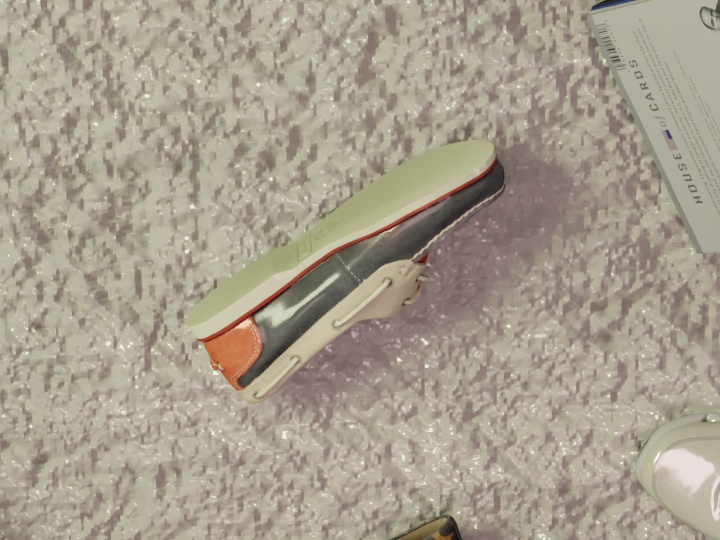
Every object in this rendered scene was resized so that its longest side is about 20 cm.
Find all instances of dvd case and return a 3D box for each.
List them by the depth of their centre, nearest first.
[{"bbox_3d":[0.203,-0.081,1.278,0.025,0.200,0.151,-30,101,-22],"label":"dvd case"}]

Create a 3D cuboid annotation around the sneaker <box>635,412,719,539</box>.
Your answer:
[{"bbox_3d":[0.247,0.141,1.379,0.199,0.081,0.075,24,105,-1],"label":"sneaker"}]

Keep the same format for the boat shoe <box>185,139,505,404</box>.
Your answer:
[{"bbox_3d":[0.000,0.000,1.365,0.199,0.071,0.063,-33,105,12],"label":"boat shoe"}]

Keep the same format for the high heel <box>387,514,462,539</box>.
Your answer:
[{"bbox_3d":[-0.045,0.173,1.403,0.199,0.071,0.143,20,109,-16],"label":"high heel"}]
